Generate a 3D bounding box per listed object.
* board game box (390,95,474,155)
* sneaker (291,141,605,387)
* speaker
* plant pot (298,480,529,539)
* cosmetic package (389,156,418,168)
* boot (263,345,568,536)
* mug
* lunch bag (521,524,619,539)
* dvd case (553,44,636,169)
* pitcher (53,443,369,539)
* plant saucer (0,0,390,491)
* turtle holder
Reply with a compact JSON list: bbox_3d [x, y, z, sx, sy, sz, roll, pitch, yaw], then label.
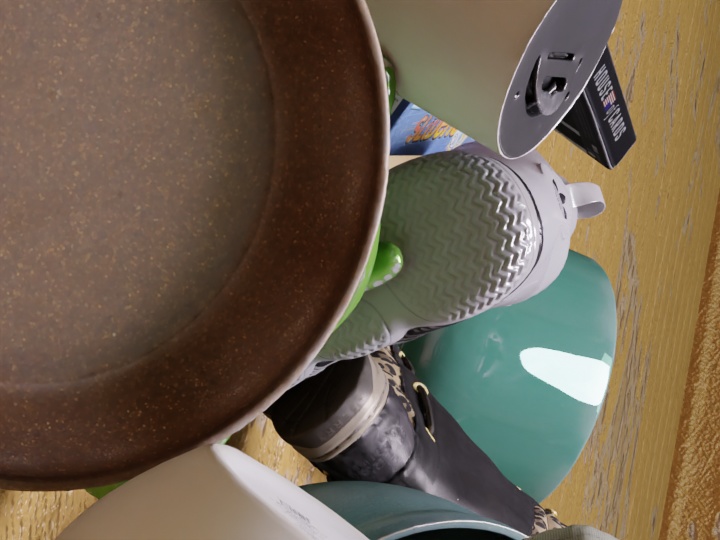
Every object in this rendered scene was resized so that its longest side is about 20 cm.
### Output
[{"bbox_3d":[-0.011,-0.101,0.922,0.035,0.135,0.200,-54,170,12],"label":"board game box"},{"bbox_3d":[0.000,0.000,0.858,0.115,0.199,0.075,-14,88,-59],"label":"sneaker"},{"bbox_3d":[-0.008,-0.119,0.768,0.081,0.200,0.081,-47,157,-27],"label":"speaker"},{"bbox_3d":[-0.021,0.172,0.915,0.200,0.134,0.201,-15,117,-31],"label":"plant pot"},{"bbox_3d":[-0.011,-0.038,1.046,0.200,0.071,0.106,-24,126,-73],"label":"cosmetic package"},{"bbox_3d":[0.027,0.092,1.047,0.073,0.151,0.200,-45,-171,1],"label":"boot"},{"bbox_3d":[0.047,0.061,1.201,0.186,0.114,0.152,-67,-158,7],"label":"mug"},{"bbox_3d":[0.108,0.210,0.820,0.200,0.117,0.164,48,29,-40],"label":"lunch bag"},{"bbox_3d":[0.034,-0.129,0.979,0.025,0.200,0.150,-51,161,-3],"label":"dvd case"},{"bbox_3d":[-0.087,0.140,0.611,0.200,0.171,0.121,-54,-153,1],"label":"pitcher"},{"bbox_3d":[-0.089,-0.038,0.631,0.037,0.200,0.201,-160,-107,-67],"label":"plant saucer"},{"bbox_3d":[-0.077,-0.008,0.750,0.132,0.141,0.186,-42,171,-42],"label":"turtle holder"}]
